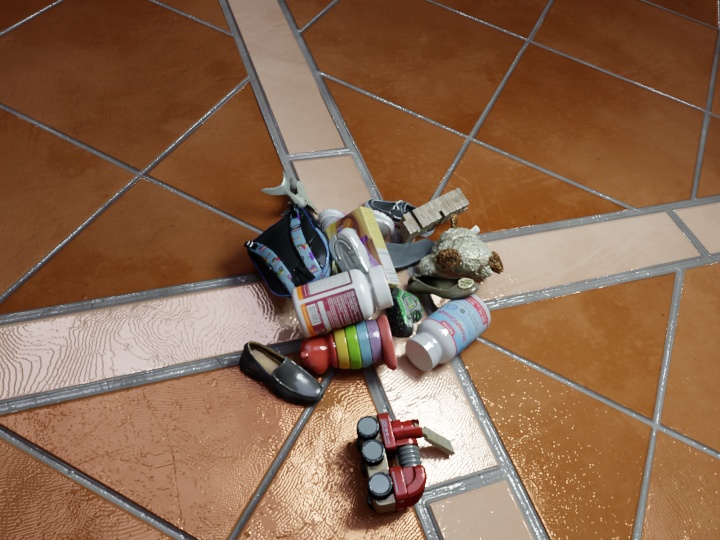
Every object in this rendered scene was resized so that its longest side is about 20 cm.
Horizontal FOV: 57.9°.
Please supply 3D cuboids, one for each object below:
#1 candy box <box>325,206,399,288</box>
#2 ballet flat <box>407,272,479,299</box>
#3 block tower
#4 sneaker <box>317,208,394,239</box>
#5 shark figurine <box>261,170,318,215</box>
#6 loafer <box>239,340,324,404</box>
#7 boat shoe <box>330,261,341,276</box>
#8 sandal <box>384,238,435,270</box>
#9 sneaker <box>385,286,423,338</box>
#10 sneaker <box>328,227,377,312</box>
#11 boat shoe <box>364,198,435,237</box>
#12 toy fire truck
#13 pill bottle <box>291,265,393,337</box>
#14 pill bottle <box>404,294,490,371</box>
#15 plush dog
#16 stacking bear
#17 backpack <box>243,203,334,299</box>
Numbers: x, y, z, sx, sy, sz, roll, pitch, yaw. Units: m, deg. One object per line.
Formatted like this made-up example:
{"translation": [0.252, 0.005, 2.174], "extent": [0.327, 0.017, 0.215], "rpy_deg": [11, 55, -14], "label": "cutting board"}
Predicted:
{"translation": [0.003, -0.035, 1.539], "extent": [0.056, 0.116, 0.201], "rpy_deg": [7, 60, -56], "label": "candy box"}
{"translation": [0.190, 0.032, 1.538], "extent": [0.199, 0.047, 0.067], "rpy_deg": [4, 28, 46], "label": "ballet flat"}
{"translation": [0.188, -0.146, 1.674], "extent": [0.199, 0.058, 0.054], "rpy_deg": [-27, 76, -22], "label": "block tower"}
{"translation": [-0.011, -0.099, 1.658], "extent": [0.198, 0.082, 0.089], "rpy_deg": [1, 52, -1], "label": "sneaker"}
{"translation": [-0.180, -0.175, 1.666], "extent": [0.089, 0.214, 0.129], "rpy_deg": [-33, 92, 9], "label": "shark figurine"}
{"translation": [-0.166, 0.215, 1.365], "extent": [0.199, 0.073, 0.073], "rpy_deg": [24, 49, 7], "label": "loafer"}
{"translation": [-0.076, 0.017, 1.562], "extent": [0.073, 0.063, 0.202], "rpy_deg": [-28, 47, 13], "label": "boat shoe"}
{"translation": [0.110, -0.033, 1.655], "extent": [0.199, 0.043, 0.076], "rpy_deg": [-8, 60, -30], "label": "sandal"}
{"translation": [0.107, 0.093, 1.485], "extent": [0.085, 0.079, 0.200], "rpy_deg": [14, 22, -4], "label": "sneaker"}
{"translation": [0.000, 0.000, 1.469], "extent": [0.076, 0.201, 0.080], "rpy_deg": [-15, 10, 23], "label": "sneaker"}
{"translation": [0.107, -0.155, 1.730], "extent": [0.199, 0.068, 0.072], "rpy_deg": [24, 50, 8], "label": "boat shoe"}
{"translation": [0.100, 0.371, 1.279], "extent": [0.198, 0.129, 0.177], "rpy_deg": [-9, 53, -6], "label": "toy fire truck"}
{"translation": [-0.038, 0.062, 1.374], "extent": [0.199, 0.110, 0.110], "rpy_deg": [-17, 54, -1], "label": "pill bottle"}
{"translation": [0.197, 0.141, 1.480], "extent": [0.200, 0.109, 0.109], "rpy_deg": [-34, 64, -32], "label": "pill bottle"}
{"translation": [0.253, -0.044, 1.578], "extent": [0.198, 0.162, 0.172], "rpy_deg": [-1, 15, -14], "label": "plush dog"}
{"translation": [-0.033, 0.168, 1.410], "extent": [0.198, 0.115, 0.121], "rpy_deg": [-11, 9, -5], "label": "stacking bear"}
{"translation": [-0.143, -0.022, 1.491], "extent": [0.182, 0.135, 0.200], "rpy_deg": [-38, 55, 3], "label": "backpack"}
